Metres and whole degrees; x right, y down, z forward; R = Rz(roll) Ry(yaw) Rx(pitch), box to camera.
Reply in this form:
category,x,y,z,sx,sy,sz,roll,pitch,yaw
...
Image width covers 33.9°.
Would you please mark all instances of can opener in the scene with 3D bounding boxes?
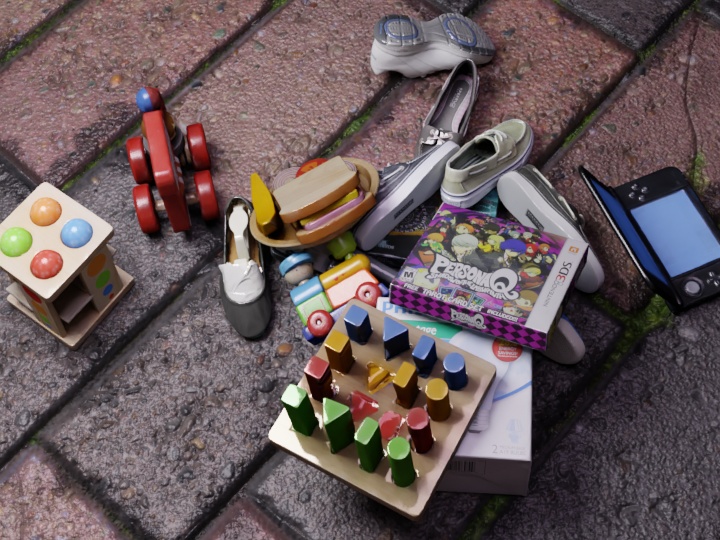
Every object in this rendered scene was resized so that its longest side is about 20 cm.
category,x,y,z,sx,sy,sz,roll,pitch,yaw
can opener,-0.024,-0.007,1.564,0.198,0.067,0.053,26,69,7

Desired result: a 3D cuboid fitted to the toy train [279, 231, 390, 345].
category,x,y,z,sx,sy,sz,roll,pitch,yaw
toy train,0.000,0.000,1.497,0.198,0.085,0.117,-30,76,4

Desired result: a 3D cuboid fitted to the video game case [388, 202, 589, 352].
category,x,y,z,sx,sy,sz,roll,pitch,yaw
video game case,0.157,0.003,1.428,0.197,0.036,0.182,17,42,18

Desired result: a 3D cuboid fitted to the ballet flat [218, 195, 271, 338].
category,x,y,z,sx,sy,sz,roll,pitch,yaw
ballet flat,-0.159,-0.011,1.563,0.067,0.069,0.203,-10,60,1

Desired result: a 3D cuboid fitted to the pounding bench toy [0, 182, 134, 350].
category,x,y,z,sx,sy,sz,roll,pitch,yaw
pounding bench toy,-0.418,-0.028,1.532,0.198,0.157,0.125,32,66,19

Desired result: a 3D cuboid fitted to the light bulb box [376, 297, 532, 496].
category,x,y,z,sx,sy,sz,roll,pitch,yaw
light bulb box,0.109,0.151,1.426,0.194,0.125,0.203,2,61,4

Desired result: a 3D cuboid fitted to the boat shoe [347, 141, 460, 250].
category,x,y,z,sx,sy,sz,roll,pitch,yaw
boat shoe,0.049,-0.114,1.583,0.068,0.072,0.200,41,75,21

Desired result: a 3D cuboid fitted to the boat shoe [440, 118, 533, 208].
category,x,y,z,sx,sy,sz,roll,pitch,yaw
boat shoe,0.179,-0.158,1.616,0.071,0.063,0.200,26,49,23

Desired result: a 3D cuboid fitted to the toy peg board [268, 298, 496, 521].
category,x,y,z,sx,sy,sz,roll,pitch,yaw
toy peg board,0.022,0.133,1.314,0.198,0.098,0.201,24,66,19

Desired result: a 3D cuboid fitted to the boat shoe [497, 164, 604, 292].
category,x,y,z,sx,sy,sz,roll,pitch,yaw
boat shoe,0.266,-0.062,1.572,0.063,0.071,0.201,-26,69,-28

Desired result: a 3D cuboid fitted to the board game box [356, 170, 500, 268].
category,x,y,z,sx,sy,sz,roll,pitch,yaw
board game box,0.084,-0.063,1.605,0.196,0.028,0.137,9,61,7

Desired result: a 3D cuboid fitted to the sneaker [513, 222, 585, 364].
category,x,y,z,sx,sy,sz,roll,pitch,yaw
sneaker,0.232,0.020,1.523,0.200,0.077,0.111,43,57,12

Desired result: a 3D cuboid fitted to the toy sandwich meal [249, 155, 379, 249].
category,x,y,z,sx,sy,sz,roll,pitch,yaw
toy sandwich meal,-0.066,-0.101,1.527,0.202,0.071,0.207,-17,34,12

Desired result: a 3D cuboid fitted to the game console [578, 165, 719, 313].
category,x,y,z,sx,sy,sz,roll,pitch,yaw
game console,0.395,-0.060,1.541,0.173,0.117,0.202,-20,62,-9

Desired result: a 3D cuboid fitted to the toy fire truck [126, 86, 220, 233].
category,x,y,z,sx,sy,sz,roll,pitch,yaw
toy fire truck,-0.262,-0.157,1.593,0.110,0.169,0.203,-12,60,-5

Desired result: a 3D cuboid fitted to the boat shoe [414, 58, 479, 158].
category,x,y,z,sx,sy,sz,roll,pitch,yaw
boat shoe,0.122,-0.214,1.675,0.066,0.057,0.202,16,62,11

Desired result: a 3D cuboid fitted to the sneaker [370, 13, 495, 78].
category,x,y,z,sx,sy,sz,roll,pitch,yaw
sneaker,0.102,-0.324,1.733,0.196,0.088,0.076,1,56,-19
